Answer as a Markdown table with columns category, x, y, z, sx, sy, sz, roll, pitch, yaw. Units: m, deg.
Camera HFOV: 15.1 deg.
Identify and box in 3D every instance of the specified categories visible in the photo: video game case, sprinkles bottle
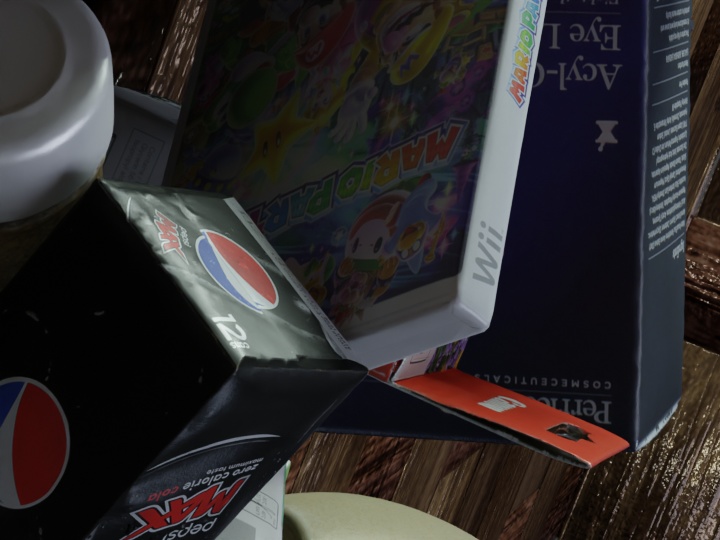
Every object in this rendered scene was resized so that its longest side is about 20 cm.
| category | x | y | z | sx | sy | sz | roll | pitch | yaw |
| --- | --- | --- | --- | --- | --- | --- | --- | --- | --- |
| video game case | -0.004 | -0.054 | 0.789 | 0.143 | 0.018 | 0.200 | -20 | -133 | 41 |
| sprinkles bottle | -0.104 | 0.004 | 0.759 | 0.200 | 0.068 | 0.068 | 98 | 19 | -54 |

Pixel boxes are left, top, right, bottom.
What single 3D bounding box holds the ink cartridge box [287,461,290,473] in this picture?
| category | x | y | z | sx | sy | sz | roll | pitch | yaw |
| --- | --- | --- | --- | --- | --- | --- | --- | --- | --- |
| ink cartridge box | -0.102 | 0.154 | 1.082 | 0.200 | 0.059 | 0.104 | -52 | 162 | -53 |

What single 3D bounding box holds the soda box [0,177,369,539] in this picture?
| category | x | y | z | sx | sy | sz | roll | pitch | yaw |
| --- | --- | --- | --- | --- | --- | --- | --- | --- | --- |
| soda box | -0.093 | 0.070 | 0.722 | 0.200 | 0.071 | 0.063 | -48 | 155 | 21 |

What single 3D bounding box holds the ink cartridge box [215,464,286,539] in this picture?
| category | x | y | z | sx | sy | sz | roll | pitch | yaw |
| --- | --- | --- | --- | --- | --- | --- | --- | --- | --- |
| ink cartridge box | -0.091 | 0.132 | 0.849 | 0.200 | 0.050 | 0.161 | -55 | -162 | 28 |

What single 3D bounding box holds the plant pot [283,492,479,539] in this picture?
| category | x | y | z | sx | sy | sz | roll | pitch | yaw |
| --- | --- | --- | --- | --- | --- | --- | --- | --- | --- |
| plant pot | -0.025 | 0.180 | 1.248 | 0.134 | 0.200 | 0.200 | 47 | 61 | -39 |

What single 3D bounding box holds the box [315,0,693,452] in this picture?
| category | x | y | z | sx | sy | sz | roll | pitch | yaw |
| --- | --- | --- | --- | --- | --- | --- | --- | --- | --- |
| box | 0.045 | -0.039 | 1.019 | 0.104 | 0.148 | 0.200 | -24 | 115 | -73 |

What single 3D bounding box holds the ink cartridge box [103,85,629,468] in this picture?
| category | x | y | z | sx | sy | sz | roll | pitch | yaw |
| --- | --- | --- | --- | --- | --- | --- | --- | --- | --- |
| ink cartridge box | 0.000 | 0.000 | 0.891 | 0.050 | 0.200 | 0.109 | -67 | 169 | 5 |
